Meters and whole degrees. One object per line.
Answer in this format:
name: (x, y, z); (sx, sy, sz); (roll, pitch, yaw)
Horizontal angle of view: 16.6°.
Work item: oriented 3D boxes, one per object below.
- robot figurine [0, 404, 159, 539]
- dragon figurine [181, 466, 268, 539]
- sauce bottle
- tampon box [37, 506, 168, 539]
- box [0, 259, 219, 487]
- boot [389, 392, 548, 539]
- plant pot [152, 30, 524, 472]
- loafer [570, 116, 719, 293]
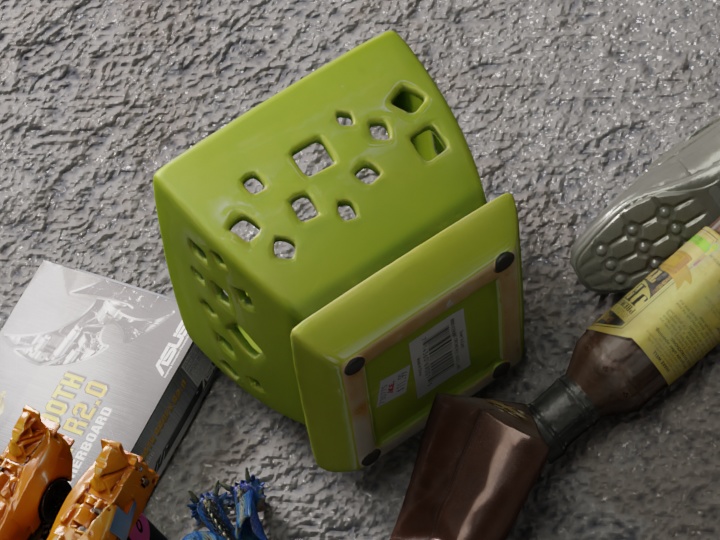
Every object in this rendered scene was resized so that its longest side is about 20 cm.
robot figurine: (-0.215, 0.186, 1.491); (0.144, 0.058, 0.201); (17, 66, 34)
dragon figurine: (-0.078, 0.181, 1.576); (0.059, 0.200, 0.100); (-32, 90, 4)
sauce bottle: (0.184, 0.046, 1.594); (0.200, 0.065, 0.065); (-40, 52, -4)
tampon box: (-0.171, 0.270, 1.550); (0.125, 0.150, 0.201); (-16, 54, 15)
box: (-0.204, 0.102, 1.738); (0.158, 0.048, 0.201); (17, 67, 31)
boot: (0.084, 0.181, 1.527); (0.186, 0.064, 0.201); (22, 82, 36)
plant pot: (0.000, 0.000, 1.610); (0.198, 0.200, 0.182); (-32, 59, -15)
loafer: (0.227, -0.054, 1.649); (0.199, 0.070, 0.070); (-32, 20, 5)
